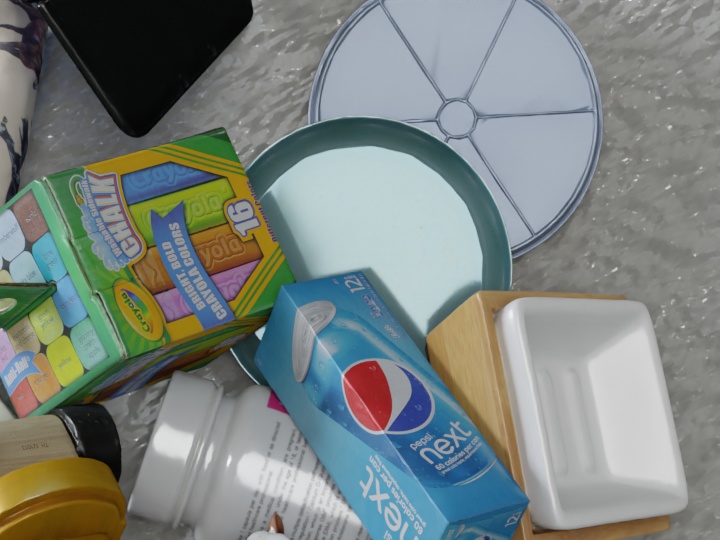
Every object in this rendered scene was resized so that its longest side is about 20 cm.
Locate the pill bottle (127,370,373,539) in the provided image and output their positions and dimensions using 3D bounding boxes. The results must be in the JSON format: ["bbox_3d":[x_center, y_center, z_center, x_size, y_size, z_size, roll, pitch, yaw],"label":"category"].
[{"bbox_3d":[-0.039,0.139,1.436,0.198,0.113,0.114,19,78,-3],"label":"pill bottle"}]

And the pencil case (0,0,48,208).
[{"bbox_3d":[-0.258,-0.091,1.472,0.089,0.078,0.202,6,79,8],"label":"pencil case"}]

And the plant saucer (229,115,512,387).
[{"bbox_3d":[0.000,0.000,1.492,0.198,0.027,0.202,0,91,2],"label":"plant saucer"}]

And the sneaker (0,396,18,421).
[{"bbox_3d":[-0.300,0.080,1.436,0.106,0.075,0.200,-42,88,-14],"label":"sneaker"}]

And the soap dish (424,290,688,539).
[{"bbox_3d":[0.123,0.095,1.433,0.081,0.199,0.159,-16,80,31],"label":"soap dish"}]

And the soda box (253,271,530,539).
[{"bbox_3d":[0.015,0.094,1.368,0.064,0.068,0.200,-10,49,-34],"label":"soda box"}]

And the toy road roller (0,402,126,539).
[{"bbox_3d":[-0.206,0.184,1.349,0.122,0.201,0.147,-5,49,-34],"label":"toy road roller"}]

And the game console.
[{"bbox_3d":[-0.185,-0.187,1.470,0.174,0.200,0.117,9,123,18],"label":"game console"}]

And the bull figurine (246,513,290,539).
[{"bbox_3d":[-0.078,0.238,1.393,0.199,0.065,0.121,-37,109,21],"label":"bull figurine"}]

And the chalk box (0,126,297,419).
[{"bbox_3d":[-0.160,0.009,1.398,0.199,0.125,0.125,-20,81,-43],"label":"chalk box"}]

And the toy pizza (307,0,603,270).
[{"bbox_3d":[0.063,-0.100,1.529,0.198,0.032,0.202,0,84,-3],"label":"toy pizza"}]
